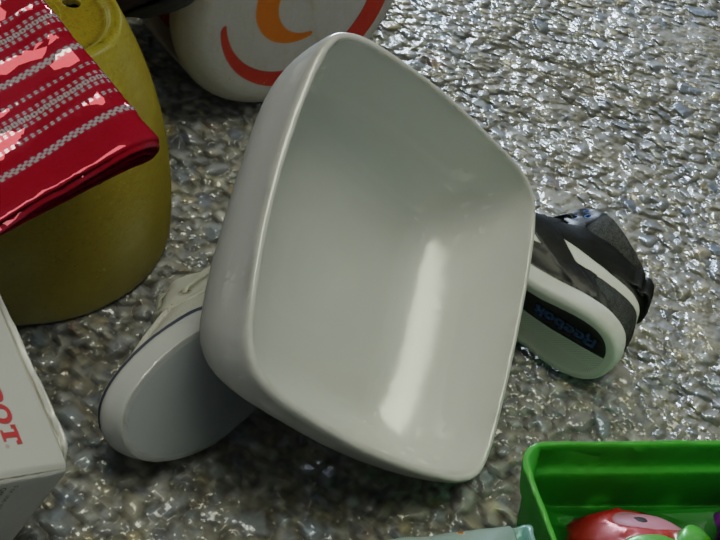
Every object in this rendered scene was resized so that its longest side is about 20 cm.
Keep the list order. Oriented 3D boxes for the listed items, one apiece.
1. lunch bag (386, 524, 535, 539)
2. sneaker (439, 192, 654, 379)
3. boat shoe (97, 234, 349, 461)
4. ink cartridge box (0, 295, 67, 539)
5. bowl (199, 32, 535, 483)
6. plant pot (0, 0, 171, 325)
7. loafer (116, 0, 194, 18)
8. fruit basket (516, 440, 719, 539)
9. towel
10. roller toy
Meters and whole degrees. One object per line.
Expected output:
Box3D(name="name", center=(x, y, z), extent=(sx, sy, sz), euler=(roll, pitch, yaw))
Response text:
Box3D(name="lunch bag", center=(0.021, 0.211, 0.471), extent=(0.170, 0.122, 0.200), euler=(1, 40, -23))
Box3D(name="sneaker", center=(0.097, -0.021, 0.783), extent=(0.200, 0.073, 0.112), euler=(39, 41, 7))
Box3D(name="boat shoe", center=(-0.079, 0.031, 0.664), extent=(0.070, 0.071, 0.200), euler=(13, 39, 34))
Box3D(name="ink cartridge box", center=(-0.245, 0.057, 0.500), extent=(0.200, 0.084, 0.145), euler=(-1, 52, -46))
Box3D(name="bowl", center=(0.000, 0.000, 0.637), extent=(0.200, 0.075, 0.200), euler=(33, 62, -42))
Box3D(name="plant pot", center=(-0.195, -0.091, 0.675), extent=(0.200, 0.142, 0.200), euler=(11, 43, -11))
Box3D(name="loafer", center=(-0.176, -0.180, 0.746), extent=(0.063, 0.200, 0.072), euler=(23, 63, -48))
Box3D(name="fruit basket", center=(0.187, 0.135, 0.557), extent=(0.215, 0.216, 0.156), euler=(2, 46, -20))
Box3D(name="towel", center=(-0.206, -0.098, 0.567), extent=(0.145, 0.022, 0.200), euler=(-33, 76, -30))
Box3D(name="roller toy", center=(-0.076, -0.224, 0.827), extent=(0.140, 0.182, 0.200), euler=(50, 16, 29))
